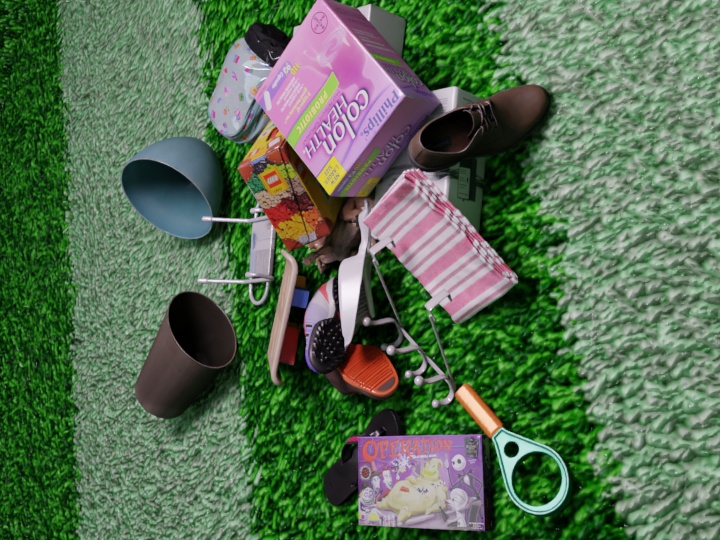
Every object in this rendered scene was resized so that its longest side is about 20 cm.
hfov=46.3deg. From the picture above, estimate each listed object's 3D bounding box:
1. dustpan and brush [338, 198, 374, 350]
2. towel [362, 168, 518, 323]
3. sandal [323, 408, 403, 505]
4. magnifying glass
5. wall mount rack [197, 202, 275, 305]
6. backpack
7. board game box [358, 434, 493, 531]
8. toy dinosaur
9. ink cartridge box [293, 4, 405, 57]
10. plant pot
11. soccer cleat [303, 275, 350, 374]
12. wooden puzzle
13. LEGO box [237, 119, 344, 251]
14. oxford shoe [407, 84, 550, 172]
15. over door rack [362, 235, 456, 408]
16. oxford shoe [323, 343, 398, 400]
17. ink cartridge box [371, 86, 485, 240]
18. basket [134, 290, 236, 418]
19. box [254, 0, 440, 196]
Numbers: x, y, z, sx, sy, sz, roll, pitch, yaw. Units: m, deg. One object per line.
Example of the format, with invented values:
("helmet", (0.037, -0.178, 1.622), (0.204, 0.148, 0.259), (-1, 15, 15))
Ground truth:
("dustpan and brush", (0.000, 0.000, 1.223), (0.056, 0.140, 0.204), (-6, 98, 10))
("towel", (0.098, -0.025, 1.098), (0.200, 0.030, 0.146), (47, 147, 2))
("sandal", (-0.004, 0.282, 1.242), (0.201, 0.045, 0.076), (-51, 48, 29))
("magnifying glass", (0.183, 0.216, 1.042), (0.080, 0.022, 0.200), (-46, 49, 7))
("wall mount rack", (-0.218, -0.041, 1.529), (0.172, 0.074, 0.204), (-7, 77, 48))
("backpack", (-0.184, -0.325, 1.511), (0.167, 0.125, 0.202), (51, 122, 37))
("board game box", (0.083, 0.283, 1.129), (0.197, 0.032, 0.122), (-10, 71, 35))
("toy dinosaur", (-0.023, -0.067, 1.315), (0.200, 0.085, 0.136), (-42, 28, 20))
("ink cartridge box", (-0.029, -0.331, 1.366), (0.198, 0.082, 0.150), (2, 85, 48))
("plant pot", (-0.346, -0.182, 1.641), (0.199, 0.200, 0.136), (-21, 33, 44))
("soccer cleat", (-0.057, 0.091, 1.271), (0.073, 0.068, 0.201), (-33, 26, 28))
("wooden puzzle", (-0.116, 0.073, 1.367), (0.185, 0.045, 0.204), (-154, 71, -81))
("LEGO box", (-0.093, -0.148, 1.278), (0.076, 0.150, 0.201), (-22, 24, 21))
("oxford shoe", (0.157, -0.184, 1.069), (0.197, 0.084, 0.074), (-27, 84, -4))
("over door rack", (0.061, 0.076, 1.127), (0.148, 0.066, 0.202), (45, 154, 43))
("oxford shoe", (-0.004, 0.154, 1.259), (0.199, 0.071, 0.073), (27, 142, 53))
("ink cartridge box", (0.098, -0.139, 1.183), (0.145, 0.082, 0.204), (2, 83, 48))
("basket", (-0.336, 0.174, 1.583), (0.201, 0.134, 0.182), (-54, 44, 31))
("box", (-0.023, -0.235, 1.163), (0.176, 0.096, 0.201), (-49, 68, 28))
